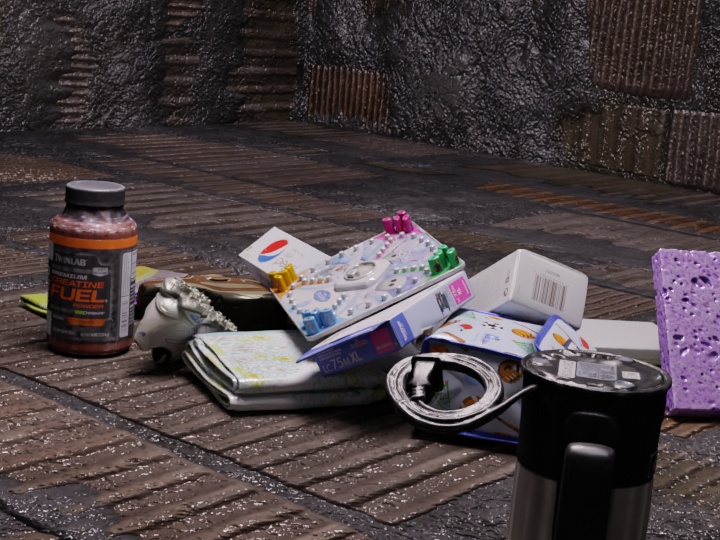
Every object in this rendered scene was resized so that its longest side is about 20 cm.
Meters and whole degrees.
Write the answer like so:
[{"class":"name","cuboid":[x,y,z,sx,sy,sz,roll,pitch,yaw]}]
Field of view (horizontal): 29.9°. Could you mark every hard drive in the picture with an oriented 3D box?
[{"class":"hard drive","cuboid":[0.296,0.088,1.713,0.199,0.027,0.132,3,13,-10]}]

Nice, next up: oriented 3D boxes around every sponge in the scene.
[{"class":"sponge","cuboid":[0.408,0.074,1.600,0.111,0.201,0.030,4,-22,-11]}]

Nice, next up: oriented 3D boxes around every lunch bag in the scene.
[{"class":"lunch bag","cuboid":[0.172,0.115,1.455,0.199,0.124,0.170,12,14,14]}]

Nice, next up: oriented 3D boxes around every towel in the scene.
[{"class":"towel","cuboid":[-0.086,0.115,1.540,0.199,0.048,0.171,-1,16,-26]},{"class":"towel","cuboid":[-0.340,0.028,1.823,0.200,0.023,0.143,-16,18,-40]}]

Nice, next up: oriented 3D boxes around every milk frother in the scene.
[{"class":"milk frother","cuboid":[0.123,0.162,1.050,0.200,0.189,0.180,10,12,26]}]

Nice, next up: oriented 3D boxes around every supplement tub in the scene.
[{"class":"supplement tub","cuboid":[-0.323,-0.005,1.625,0.107,0.201,0.107,4,12,-1]}]

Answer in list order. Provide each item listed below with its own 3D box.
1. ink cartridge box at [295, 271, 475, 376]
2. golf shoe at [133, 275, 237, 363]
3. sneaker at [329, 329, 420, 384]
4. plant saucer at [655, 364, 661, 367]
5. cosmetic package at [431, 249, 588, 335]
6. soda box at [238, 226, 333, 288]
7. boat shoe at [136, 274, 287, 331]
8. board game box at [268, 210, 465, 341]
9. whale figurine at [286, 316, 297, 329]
[{"class":"ink cartridge box","cuboid":[0.030,0.063,1.483,0.119,0.042,0.200,-23,2,37]},{"class":"golf shoe","cuboid":[-0.214,0.071,1.621,0.078,0.097,0.200,42,-1,22]},{"class":"sneaker","cuboid":[0.022,0.066,1.637,0.075,0.115,0.200,-6,16,-39]},{"class":"plant saucer","cuboid":[0.333,0.120,1.719,0.199,0.031,0.200,4,11,-1]},{"class":"cosmetic package","cuboid":[0.174,0.050,1.613,0.101,0.074,0.200,22,-25,-19]},{"class":"soda box","cuboid":[-0.087,0.004,1.789,0.068,0.064,0.200,-39,27,-12]},{"class":"boat shoe","cuboid":[-0.194,0.042,1.747,0.200,0.076,0.074,9,24,-28]},{"class":"board game box","cuboid":[0.000,0.000,1.598,0.200,0.026,0.200,-26,22,-8]},{"class":"whale figurine","cuboid":[0.006,0.053,1.801,0.200,0.104,0.159,-26,23,-19]}]
